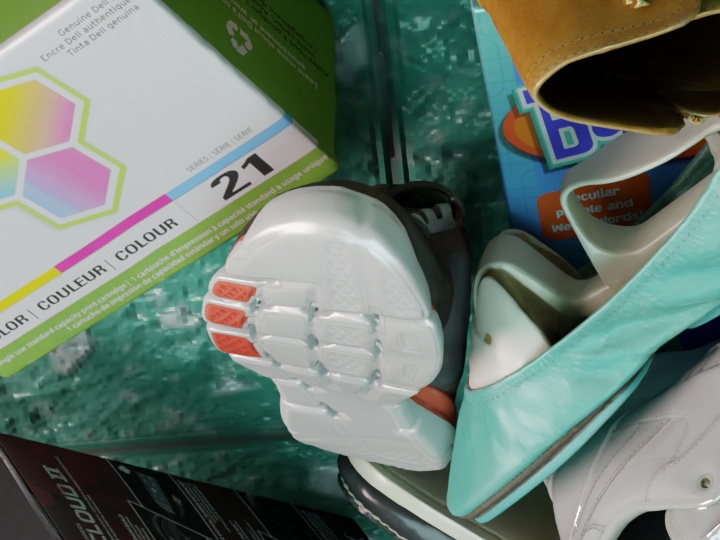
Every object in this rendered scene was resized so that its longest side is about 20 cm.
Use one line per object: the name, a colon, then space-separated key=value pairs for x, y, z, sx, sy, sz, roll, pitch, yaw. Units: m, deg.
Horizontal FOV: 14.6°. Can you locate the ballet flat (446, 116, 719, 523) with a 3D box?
ballet flat: x=0.079 y=0.001 z=0.895 sx=0.070 sy=0.067 sz=0.200 roll=43 pitch=121 yaw=-9

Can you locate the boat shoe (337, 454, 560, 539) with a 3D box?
boat shoe: x=0.061 y=0.116 z=1.051 sx=0.199 sy=0.075 sz=0.066 roll=23 pitch=117 yaw=-34

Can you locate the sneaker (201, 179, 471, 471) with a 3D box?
sneaker: x=0.000 y=0.000 z=0.907 sx=0.077 sy=0.082 sz=0.200 roll=14 pitch=161 yaw=8

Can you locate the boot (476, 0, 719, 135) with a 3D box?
boot: x=0.039 y=-0.097 z=0.798 sx=0.201 sy=0.144 sz=0.071 roll=-3 pitch=133 yaw=1

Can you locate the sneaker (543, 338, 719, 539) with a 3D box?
sneaker: x=0.143 y=0.048 z=0.910 sx=0.075 sy=0.100 sz=0.200 roll=32 pitch=124 yaw=-27

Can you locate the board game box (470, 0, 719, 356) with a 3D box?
board game box: x=0.122 y=-0.034 z=0.929 sx=0.152 sy=0.045 sz=0.200 roll=-9 pitch=133 yaw=6

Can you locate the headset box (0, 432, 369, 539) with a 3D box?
headset box: x=-0.093 y=0.150 z=1.007 sx=0.200 sy=0.077 sz=0.149 roll=18 pitch=112 yaw=-42

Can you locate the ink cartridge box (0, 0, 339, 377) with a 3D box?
ink cartridge box: x=-0.125 y=-0.076 z=0.858 sx=0.148 sy=0.076 sz=0.200 roll=-32 pitch=129 yaw=25
